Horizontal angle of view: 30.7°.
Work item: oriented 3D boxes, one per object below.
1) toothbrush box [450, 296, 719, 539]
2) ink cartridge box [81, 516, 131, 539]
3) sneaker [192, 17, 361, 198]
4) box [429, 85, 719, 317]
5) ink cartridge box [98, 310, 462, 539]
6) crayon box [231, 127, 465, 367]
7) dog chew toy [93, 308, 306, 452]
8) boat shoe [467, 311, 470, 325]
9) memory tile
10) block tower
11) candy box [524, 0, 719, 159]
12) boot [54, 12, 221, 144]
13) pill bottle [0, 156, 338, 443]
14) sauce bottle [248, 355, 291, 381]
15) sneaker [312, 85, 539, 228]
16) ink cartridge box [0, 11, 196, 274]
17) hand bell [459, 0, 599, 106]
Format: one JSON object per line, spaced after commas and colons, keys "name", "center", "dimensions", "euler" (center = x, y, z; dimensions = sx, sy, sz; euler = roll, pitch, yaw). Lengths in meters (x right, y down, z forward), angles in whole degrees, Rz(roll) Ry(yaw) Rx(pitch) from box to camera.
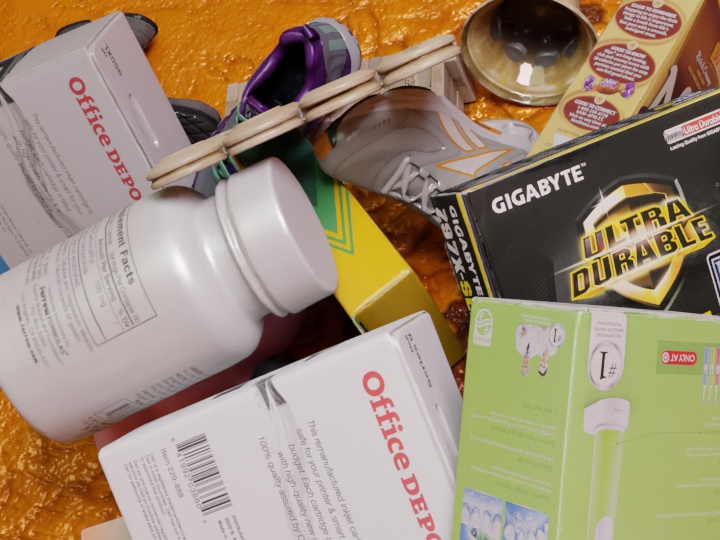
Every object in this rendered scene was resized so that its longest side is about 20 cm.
{"name": "toothbrush box", "center": [0.127, 0.120, 0.674], "dimensions": [0.086, 0.144, 0.204], "euler": [4, 90, 55]}
{"name": "ink cartridge box", "center": [-0.083, 0.222, 0.840], "dimensions": [0.197, 0.050, 0.164], "euler": [-20, 57, 15]}
{"name": "sneaker", "center": [-0.080, -0.097, 0.942], "dimensions": [0.074, 0.087, 0.201], "euler": [36, 107, 13]}
{"name": "box", "center": [0.156, -0.002, 0.770], "dimensions": [0.198, 0.162, 0.049], "euler": [-21, 8, -20]}
{"name": "ink cartridge box", "center": [-0.029, 0.129, 0.756], "dimensions": [0.198, 0.084, 0.148], "euler": [-22, 90, 19]}
{"name": "crayon box", "center": [0.000, 0.000, 0.884], "dimensions": [0.051, 0.126, 0.201], "euler": [-36, 55, -1]}
{"name": "dog chew toy", "center": [-0.119, 0.057, 0.910], "dimensions": [0.123, 0.124, 0.202], "euler": [21, 79, 31]}
{"name": "boat shoe", "center": [0.114, 0.081, 0.825], "dimensions": [0.071, 0.068, 0.202], "euler": [-27, 55, 6]}
{"name": "memory tile", "center": [-0.034, -0.099, 0.804], "dimensions": [0.198, 0.153, 0.017], "euler": [-24, 97, 4]}
{"name": "block tower", "center": [-0.013, -0.120, 1.002], "dimensions": [0.197, 0.054, 0.059], "euler": [-9, 60, 19]}
{"name": "candy box", "center": [0.173, -0.086, 0.865], "dimensions": [0.056, 0.117, 0.202], "euler": [22, 73, 31]}
{"name": "boot", "center": [-0.193, -0.162, 1.097], "dimensions": [0.197, 0.070, 0.133], "euler": [4, 59, 20]}
{"name": "pill bottle", "center": [-0.120, 0.014, 0.798], "dimensions": [0.198, 0.114, 0.116], "euler": [-26, 55, 12]}
{"name": "sauce bottle", "center": [0.009, 0.118, 0.845], "dimensions": [0.198, 0.066, 0.066], "euler": [26, 74, 30]}
{"name": "sneaker", "center": [0.060, -0.058, 0.864], "dimensions": [0.076, 0.198, 0.093], "euler": [-43, 54, 41]}
{"name": "ink cartridge box", "center": [-0.241, -0.089, 1.005], "dimensions": [0.197, 0.146, 0.085], "euler": [-17, 26, 20]}
{"name": "hand bell", "center": [0.145, -0.233, 0.992], "dimensions": [0.103, 0.105, 0.202], "euler": [0, 51, 23]}
